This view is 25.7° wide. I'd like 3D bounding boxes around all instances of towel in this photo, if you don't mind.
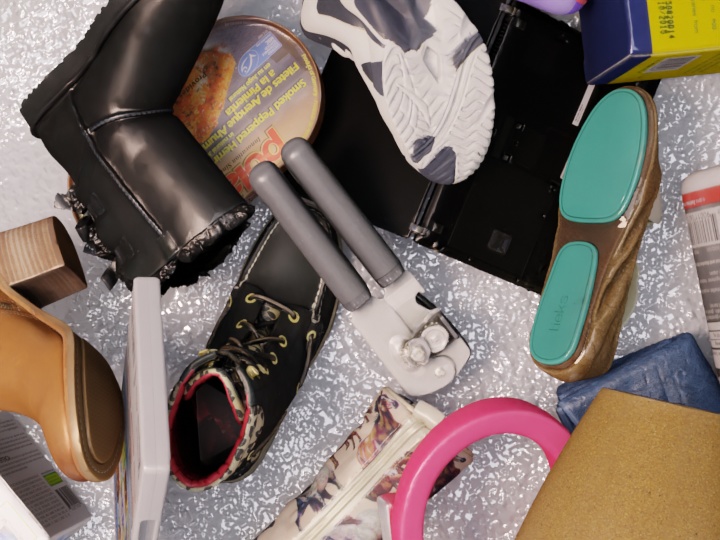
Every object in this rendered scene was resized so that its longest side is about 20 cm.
[{"bbox_3d":[0.218,0.149,1.062,0.112,0.049,0.200,-26,87,2],"label":"towel"}]

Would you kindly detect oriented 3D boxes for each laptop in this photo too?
[{"bbox_3d":[0.076,-0.097,1.097,0.200,0.103,0.177,22,91,-21],"label":"laptop"}]

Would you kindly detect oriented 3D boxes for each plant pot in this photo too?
[{"bbox_3d":[0.172,0.179,0.965,0.186,0.186,0.200,13,89,4],"label":"plant pot"}]

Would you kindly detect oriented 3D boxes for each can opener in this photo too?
[{"bbox_3d":[0.000,0.000,1.049,0.053,0.066,0.200,-37,106,3],"label":"can opener"}]

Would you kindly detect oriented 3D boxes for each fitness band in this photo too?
[{"bbox_3d":[0.089,0.179,1.035,0.144,0.037,0.200,-16,111,-15],"label":"fitness band"}]

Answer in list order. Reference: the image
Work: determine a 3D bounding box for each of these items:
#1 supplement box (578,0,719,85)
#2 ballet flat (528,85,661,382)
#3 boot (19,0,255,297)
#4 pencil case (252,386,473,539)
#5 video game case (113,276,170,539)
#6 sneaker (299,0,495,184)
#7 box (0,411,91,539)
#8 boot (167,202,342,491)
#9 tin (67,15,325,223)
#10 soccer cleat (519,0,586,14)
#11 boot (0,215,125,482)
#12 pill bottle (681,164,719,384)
[{"bbox_3d":[0.248,-0.190,1.020,0.200,0.110,0.109,-6,88,-7],"label":"supplement box"},{"bbox_3d":[0.167,-0.020,1.051,0.068,0.072,0.200,6,79,43],"label":"ballet flat"},{"bbox_3d":[-0.124,-0.089,1.019,0.198,0.073,0.163,-41,76,27],"label":"boot"},{"bbox_3d":[-0.013,0.166,1.059,0.078,0.089,0.200,43,91,4],"label":"pencil case"},{"bbox_3d":[-0.140,0.122,0.994,0.018,0.200,0.143,1,49,-13],"label":"video game case"},{"bbox_3d":[0.018,-0.153,1.047,0.079,0.130,0.199,-31,101,-9],"label":"sneaker"},{"bbox_3d":[-0.300,0.200,1.067,0.200,0.112,0.101,-41,86,3],"label":"box"},{"bbox_3d":[-0.068,0.050,1.032,0.073,0.154,0.204,21,90,4],"label":"boot"},{"bbox_3d":[-0.112,-0.088,1.092,0.200,0.042,0.112,-41,79,5],"label":"tin"},{"bbox_3d":[0.070,-0.220,1.052,0.200,0.067,0.076,46,108,27],"label":"soccer cleat"},{"bbox_3d":[-0.239,0.069,0.987,0.155,0.077,0.200,-24,63,4],"label":"boot"},{"bbox_3d":[0.283,0.025,1.026,0.116,0.116,0.200,-11,89,4],"label":"pill bottle"}]
